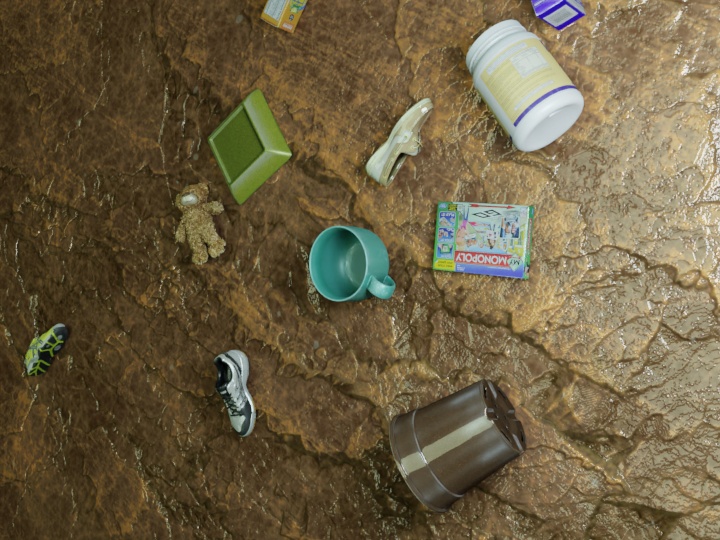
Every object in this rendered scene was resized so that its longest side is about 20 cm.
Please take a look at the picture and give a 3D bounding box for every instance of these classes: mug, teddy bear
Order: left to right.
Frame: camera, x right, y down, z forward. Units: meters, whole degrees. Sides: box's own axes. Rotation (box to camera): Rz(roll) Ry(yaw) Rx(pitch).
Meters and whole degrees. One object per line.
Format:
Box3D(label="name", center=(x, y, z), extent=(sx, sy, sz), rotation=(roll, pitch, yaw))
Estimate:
Box3D(label="teddy bear", center=(-0.395, -0.115, 2.071), extent=(0.143, 0.066, 0.204), rotation=(-7, 86, 33))
Box3D(label="mug", center=(-0.009, 0.001, 1.765), extent=(0.151, 0.114, 0.187), rotation=(-33, 71, 30))

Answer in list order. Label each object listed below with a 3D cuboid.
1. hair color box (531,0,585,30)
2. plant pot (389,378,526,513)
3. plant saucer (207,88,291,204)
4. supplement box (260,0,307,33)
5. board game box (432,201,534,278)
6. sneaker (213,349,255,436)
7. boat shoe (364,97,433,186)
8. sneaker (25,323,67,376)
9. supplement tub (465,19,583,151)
Box3D(label="hair color box", center=(0.331, -0.548, 1.535), extent=(0.064, 0.109, 0.203), rotation=(-25, 75, 32))
Box3D(label="plant pot", center=(0.189, 0.313, 1.583), extent=(0.197, 0.199, 0.202), rotation=(-34, 70, 21))
Box3D(label="plant saucer", center=(-0.277, -0.294, 2.002), extent=(0.199, 0.048, 0.202), rotation=(-38, 68, 29))
Box3D(label="supplement box", center=(-0.148, -0.641, 1.905), extent=(0.069, 0.066, 0.202), rotation=(38, 111, 26))
Box3D(label="board game box", center=(0.235, -0.061, 1.643), extent=(0.197, 0.029, 0.137), rotation=(6, 92, 35))
Box3D(label="sneaker", center=(-0.303, 0.290, 1.986), extent=(0.075, 0.087, 0.204), rotation=(-16, 82, 32))
Box3D(label="boat shoe", center=(0.091, -0.258, 1.731), extent=(0.066, 0.074, 0.201), rotation=(45, 116, 13))
Box3D(label="sneaker", center=(-0.906, 0.214, 2.426), extent=(0.200, 0.075, 0.077), rotation=(-47, 65, 24))
Box3D(label="supplement tub", center=(0.292, -0.334, 1.537), extent=(0.145, 0.144, 0.202), rotation=(-41, 67, 27))
